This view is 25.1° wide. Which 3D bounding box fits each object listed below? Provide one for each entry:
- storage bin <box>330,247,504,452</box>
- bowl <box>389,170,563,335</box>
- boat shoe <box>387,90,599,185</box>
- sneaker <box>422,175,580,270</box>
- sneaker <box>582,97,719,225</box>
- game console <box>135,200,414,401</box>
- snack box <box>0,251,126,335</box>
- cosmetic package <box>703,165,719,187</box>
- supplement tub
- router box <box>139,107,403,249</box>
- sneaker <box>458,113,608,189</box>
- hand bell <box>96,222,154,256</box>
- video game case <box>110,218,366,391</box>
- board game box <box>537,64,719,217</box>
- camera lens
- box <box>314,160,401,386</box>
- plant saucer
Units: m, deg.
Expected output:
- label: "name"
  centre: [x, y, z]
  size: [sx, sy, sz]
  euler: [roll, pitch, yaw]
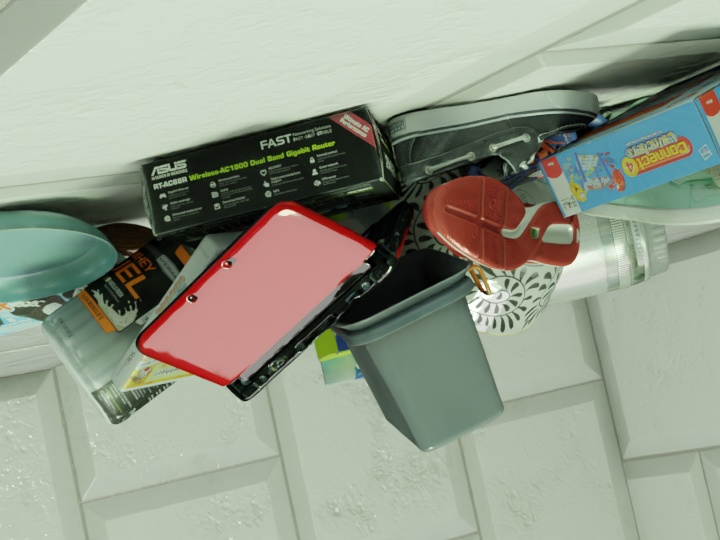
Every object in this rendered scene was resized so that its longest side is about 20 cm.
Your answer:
- label: "storage bin"
  centre: [0.057, 0.068, 1.429]
  size: [0.144, 0.135, 0.200]
  euler: [-26, -170, -8]
- label: "bowl"
  centre: [0.135, -0.048, 1.561]
  size: [0.199, 0.202, 0.094]
  euler: [-8, 158, -42]
- label: "boat shoe"
  centre: [0.121, -0.111, 1.396]
  size: [0.198, 0.069, 0.072]
  euler: [-10, 175, -24]
- label: "sneaker"
  centre: [0.094, -0.033, 1.413]
  size: [0.115, 0.079, 0.199]
  euler: [-4, 167, 42]
- label: "sneaker"
  centre: [0.295, -0.105, 1.543]
  size: [0.073, 0.120, 0.199]
  euler: [-4, -171, -45]
- label: "game console"
  centre: [-0.069, 0.003, 1.362]
  size: [0.200, 0.119, 0.173]
  euler: [-41, -167, 27]
- label: "snack box"
  centre: [-0.329, 0.013, 1.592]
  size: [0.198, 0.037, 0.116]
  euler: [-15, 150, 23]
- label: "cosmetic package"
  centre: [0.372, -0.134, 1.590]
  size: [0.072, 0.105, 0.200]
  euler: [-11, 176, -25]
- label: "supplement tub"
  centre: [-0.190, 0.041, 1.527]
  size: [0.199, 0.123, 0.123]
  euler: [-37, 180, -12]
- label: "router box"
  centre: [-0.071, -0.074, 1.356]
  size: [0.198, 0.063, 0.150]
  euler: [-13, 174, 5]
- label: "sneaker"
  centre: [0.159, -0.118, 1.498]
  size: [0.199, 0.076, 0.078]
  euler: [-17, 169, -44]
- label: "hand bell"
  centre: [-0.177, -0.029, 1.614]
  size: [0.198, 0.105, 0.104]
  euler: [4, 169, -23]
- label: "video game case"
  centre: [-0.107, 0.029, 1.442]
  size: [0.199, 0.023, 0.182]
  euler: [-9, 144, -51]
- label: "board game box"
  centre: [0.286, -0.129, 1.388]
  size: [0.195, 0.056, 0.199]
  euler: [-30, -174, -34]
- label: "camera lens"
  centre: [0.250, -0.047, 1.910]
  size: [0.198, 0.162, 0.160]
  euler: [-13, 175, 4]
- label: "box"
  centre: [0.000, 0.000, 1.562]
  size: [0.121, 0.202, 0.048]
  euler: [-10, 172, -31]
- label: "plant saucer"
  centre: [-0.316, -0.013, 1.438]
  size: [0.198, 0.028, 0.200]
  euler: [-9, 164, -3]
